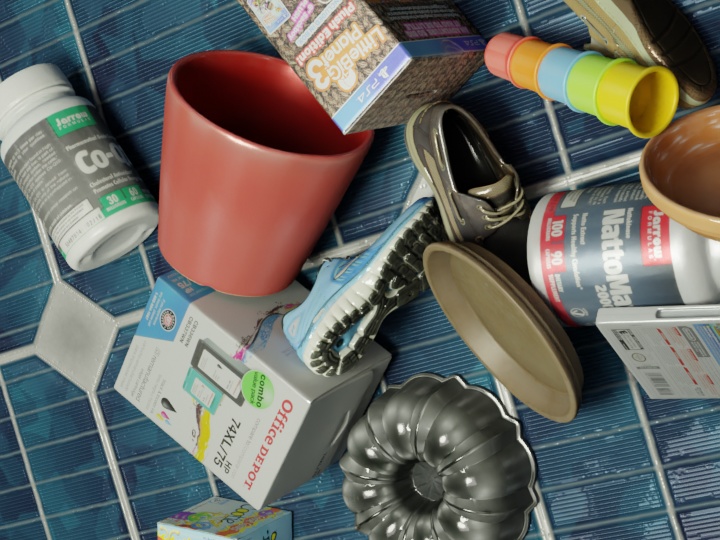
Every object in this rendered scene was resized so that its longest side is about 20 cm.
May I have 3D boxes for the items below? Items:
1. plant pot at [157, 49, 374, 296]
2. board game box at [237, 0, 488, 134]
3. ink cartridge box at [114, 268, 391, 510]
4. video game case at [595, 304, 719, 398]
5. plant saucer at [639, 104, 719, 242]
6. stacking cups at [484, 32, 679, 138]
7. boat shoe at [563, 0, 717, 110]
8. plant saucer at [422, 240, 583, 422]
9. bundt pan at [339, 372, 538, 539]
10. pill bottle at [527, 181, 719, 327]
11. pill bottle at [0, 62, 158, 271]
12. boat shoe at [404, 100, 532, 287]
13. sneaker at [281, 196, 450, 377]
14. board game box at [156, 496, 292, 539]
[{"bbox_3d":[-0.105,-0.086,1.486,0.200,0.200,0.178,33,122,22],"label":"plant pot"},{"bbox_3d":[-0.005,-0.234,1.406,0.097,0.159,0.200,-45,75,30],"label":"board game box"},{"bbox_3d":[-0.105,0.099,1.527,0.200,0.146,0.147,37,122,19],"label":"ink cartridge box"},{"bbox_3d":[0.313,0.068,1.295,0.200,0.143,0.018,-3,58,31],"label":"video game case"},{"bbox_3d":[0.321,-0.074,1.230,0.200,0.200,0.038,11,128,29],"label":"plant saucer"},{"bbox_3d":[0.178,-0.167,1.328,0.200,0.060,0.061,30,115,48],"label":"stacking cups"},{"bbox_3d":[0.224,-0.208,1.337,0.200,0.072,0.076,57,135,18],"label":"boat shoe"},{"bbox_3d":[0.130,0.049,1.387,0.029,0.200,0.200,-39,74,-13],"label":"plant saucer"},{"bbox_3d":[0.065,0.202,1.494,0.202,0.076,0.202,6,102,29],"label":"bundt pan"},{"bbox_3d":[0.253,-0.018,1.316,0.200,0.120,0.120,-6,96,31],"label":"pill bottle"},{"bbox_3d":[-0.305,-0.109,1.635,0.113,0.113,0.200,-40,78,30],"label":"pill bottle"},{"bbox_3d":[0.108,-0.062,1.394,0.074,0.073,0.200,-36,95,-13],"label":"boat shoe"},{"bbox_3d":[0.000,0.000,1.457,0.200,0.078,0.090,-46,49,-11],"label":"sneaker"},{"bbox_3d":[-0.140,0.351,1.625,0.103,0.105,0.200,6,101,30],"label":"board game box"}]
